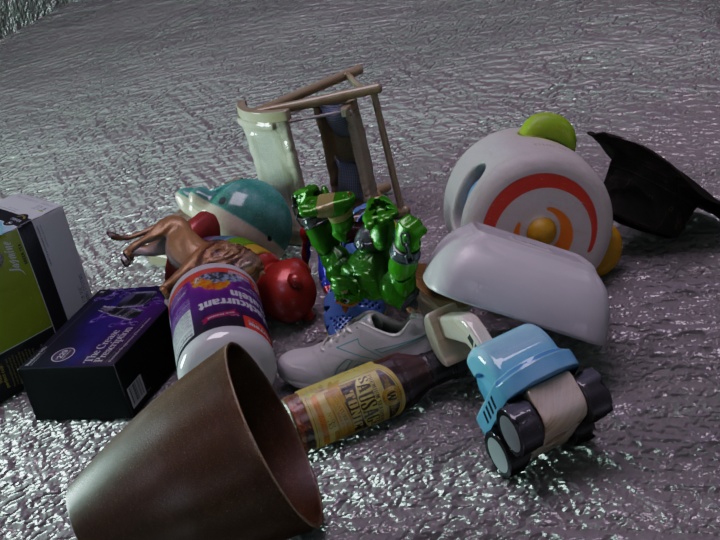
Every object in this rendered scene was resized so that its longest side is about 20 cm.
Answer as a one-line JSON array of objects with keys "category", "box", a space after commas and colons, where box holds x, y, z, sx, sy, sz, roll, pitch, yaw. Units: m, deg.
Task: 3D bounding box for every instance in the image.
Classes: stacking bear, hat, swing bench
[{"category": "stacking bear", "box": [-0.140, 0.013, 1.691, 0.198, 0.123, 0.114, 13, 41, 34]}, {"category": "hat", "box": [0.340, -0.088, 1.608, 0.081, 0.200, 0.200, -57, 29, 3]}, {"category": "swing bench", "box": [-0.055, -0.158, 1.896, 0.198, 0.201, 0.130, -18, 24, -7]}]

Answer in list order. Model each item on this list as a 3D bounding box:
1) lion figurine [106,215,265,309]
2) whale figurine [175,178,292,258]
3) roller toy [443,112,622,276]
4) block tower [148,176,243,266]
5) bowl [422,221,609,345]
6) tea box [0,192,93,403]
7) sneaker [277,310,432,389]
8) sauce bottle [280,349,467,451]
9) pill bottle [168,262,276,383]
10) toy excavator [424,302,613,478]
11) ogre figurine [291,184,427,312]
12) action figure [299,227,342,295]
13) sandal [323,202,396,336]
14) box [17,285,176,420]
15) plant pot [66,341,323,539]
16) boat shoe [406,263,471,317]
[{"category": "lion figurine", "box": [-0.214, -0.022, 1.632, 0.122, 0.073, 0.200, -39, 60, -16]}, {"category": "whale figurine", "box": [-0.173, -0.083, 1.856, 0.199, 0.159, 0.104, 26, 82, 49]}, {"category": "roller toy", "box": [0.196, -0.061, 1.556, 0.181, 0.202, 0.140, -25, 23, 1]}, {"category": "block tower", "box": [-0.231, -0.075, 1.998, 0.057, 0.055, 0.199, 9, 33, 41]}, {"category": "bowl", "box": [0.169, 0.006, 1.403, 0.197, 0.076, 0.200, 17, 8, 1]}, {"category": "tea box", "box": [-0.458, 0.037, 1.700, 0.196, 0.202, 0.133, -30, 28, -33]}, {"category": "sneaker", "box": [-0.003, 0.084, 1.481, 0.198, 0.081, 0.071, -7, 26, 21]}, {"category": "sauce bottle", "box": [0.016, 0.125, 1.393, 0.198, 0.067, 0.066, -23, 25, -13]}, {"category": "pill bottle", "box": [-0.154, 0.089, 1.500, 0.110, 0.112, 0.201, -16, 35, -3]}, {"category": "toy excavator", "box": [0.136, 0.092, 1.286, 0.099, 0.195, 0.201, -21, 69, -16]}, {"category": "ogre figurine", "box": [0.005, -0.023, 1.463, 0.198, 0.121, 0.098, 3, 32, 31]}, {"category": "action figure", "box": [-0.034, 0.007, 1.705, 0.064, 0.100, 0.201, -14, 46, -6]}, {"category": "sandal", "box": [0.000, 0.000, 1.574, 0.078, 0.087, 0.202, 6, 62, 5]}, {"category": "box", "box": [-0.300, 0.098, 1.630, 0.140, 0.080, 0.200, -7, 25, 24]}, {"category": "plant pot", "box": [-0.163, 0.196, 1.236, 0.198, 0.188, 0.187, -28, 23, 5]}, {"category": "boat shoe", "box": [0.079, 0.039, 1.541, 0.073, 0.070, 0.200, -1, 14, -8]}]
